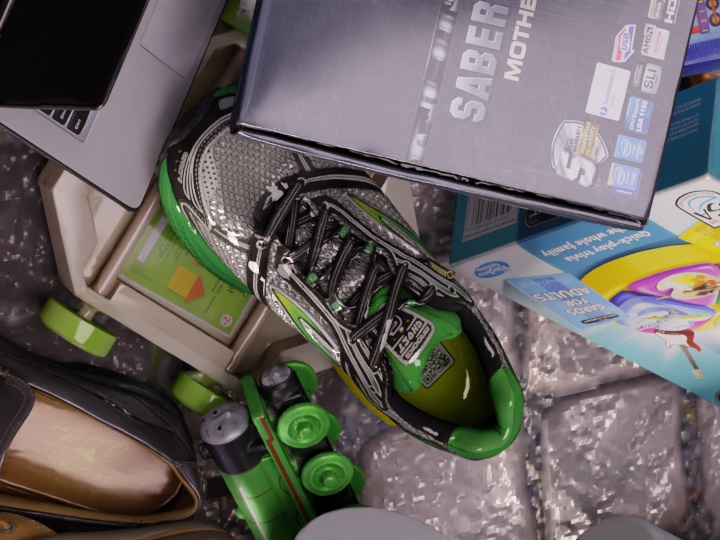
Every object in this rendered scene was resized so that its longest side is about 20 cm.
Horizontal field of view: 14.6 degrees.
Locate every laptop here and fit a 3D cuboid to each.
[{"bbox_3d":[-0.053,-0.123,1.016,0.200,0.115,0.188,36,75,-60],"label":"laptop"}]

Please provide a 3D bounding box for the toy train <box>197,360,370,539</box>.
[{"bbox_3d":[-0.015,0.119,1.199,0.056,0.042,0.201,-23,127,3],"label":"toy train"}]

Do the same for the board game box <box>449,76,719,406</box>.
[{"bbox_3d":[0.161,-0.001,1.189,0.199,0.151,0.047,27,60,-33],"label":"board game box"}]

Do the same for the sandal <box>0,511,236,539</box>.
[{"bbox_3d":[-0.143,0.124,1.115,0.199,0.054,0.081,-6,131,-23],"label":"sandal"}]

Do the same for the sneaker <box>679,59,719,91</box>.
[{"bbox_3d":[0.149,-0.131,1.207,0.078,0.077,0.202,-5,88,-15],"label":"sneaker"}]

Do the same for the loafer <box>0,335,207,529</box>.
[{"bbox_3d":[-0.152,0.061,1.129,0.199,0.072,0.073,11,101,-25],"label":"loafer"}]

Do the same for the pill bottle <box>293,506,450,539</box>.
[{"bbox_3d":[-0.014,0.199,1.167,0.110,0.111,0.201,1,129,-23],"label":"pill bottle"}]

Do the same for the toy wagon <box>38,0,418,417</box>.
[{"bbox_3d":[-0.037,-0.012,1.177,0.199,0.040,0.156,32,91,-28],"label":"toy wagon"}]

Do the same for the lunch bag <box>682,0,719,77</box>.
[{"bbox_3d":[0.078,-0.144,1.096,0.199,0.094,0.152,-12,89,-18],"label":"lunch bag"}]

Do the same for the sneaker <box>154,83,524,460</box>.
[{"bbox_3d":[0.000,0.000,1.126,0.200,0.085,0.078,42,85,-27],"label":"sneaker"}]

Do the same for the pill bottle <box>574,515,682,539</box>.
[{"bbox_3d":[0.179,0.193,1.284,0.199,0.114,0.114,29,92,-27],"label":"pill bottle"}]

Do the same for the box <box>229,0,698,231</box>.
[{"bbox_3d":[0.048,-0.128,1.025,0.157,0.051,0.201,13,90,-6],"label":"box"}]

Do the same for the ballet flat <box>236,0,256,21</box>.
[{"bbox_3d":[0.038,-0.105,1.147,0.199,0.064,0.076,-10,153,-35],"label":"ballet flat"}]
